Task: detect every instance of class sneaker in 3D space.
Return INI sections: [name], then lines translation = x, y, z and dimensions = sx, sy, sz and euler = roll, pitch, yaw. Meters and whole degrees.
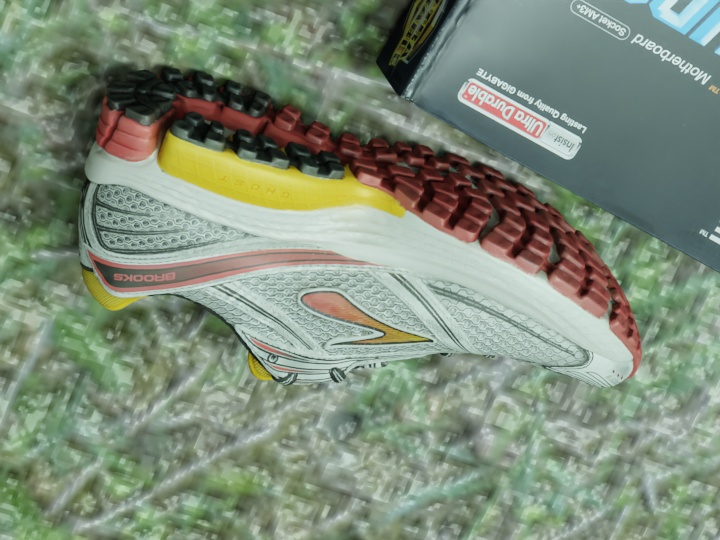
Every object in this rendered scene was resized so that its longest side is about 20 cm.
[sneaker]
translation = 0.000, 0.000, 0.841
dimensions = 0.199, 0.078, 0.083
euler = 18, 112, -8

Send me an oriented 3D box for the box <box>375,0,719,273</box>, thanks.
[box]
translation = 0.129, -0.086, 0.840
dimensions = 0.199, 0.046, 0.160
euler = 28, 104, -21
